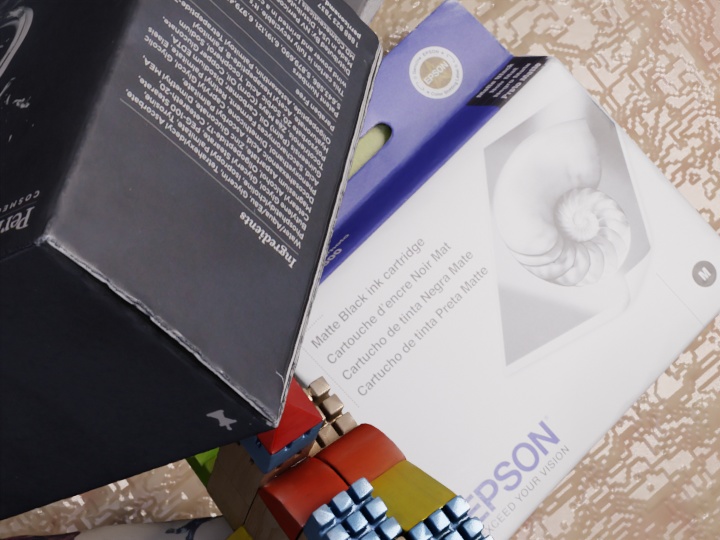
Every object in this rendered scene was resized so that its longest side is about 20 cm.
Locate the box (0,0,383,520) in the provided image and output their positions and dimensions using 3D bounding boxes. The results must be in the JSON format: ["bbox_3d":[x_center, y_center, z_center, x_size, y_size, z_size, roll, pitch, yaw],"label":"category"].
[{"bbox_3d":[-0.116,-0.023,0.710,0.124,0.199,0.197,41,45,-32],"label":"box"}]

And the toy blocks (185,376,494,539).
[{"bbox_3d":[0.007,0.117,0.702,0.100,0.137,0.200,-32,77,-20],"label":"toy blocks"}]

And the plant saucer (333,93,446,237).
[{"bbox_3d":[0.000,0.000,0.858,0.199,0.031,0.201,2,79,-11],"label":"plant saucer"}]

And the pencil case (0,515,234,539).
[{"bbox_3d":[-0.079,0.155,0.789,0.199,0.078,0.090,-4,72,-12],"label":"pencil case"}]

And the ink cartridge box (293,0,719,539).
[{"bbox_3d":[0.050,-0.002,0.831,0.200,0.041,0.200,45,75,0],"label":"ink cartridge box"}]

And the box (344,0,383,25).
[{"bbox_3d":[-0.029,-0.192,0.834,0.132,0.115,0.201,28,68,-4],"label":"box"}]
